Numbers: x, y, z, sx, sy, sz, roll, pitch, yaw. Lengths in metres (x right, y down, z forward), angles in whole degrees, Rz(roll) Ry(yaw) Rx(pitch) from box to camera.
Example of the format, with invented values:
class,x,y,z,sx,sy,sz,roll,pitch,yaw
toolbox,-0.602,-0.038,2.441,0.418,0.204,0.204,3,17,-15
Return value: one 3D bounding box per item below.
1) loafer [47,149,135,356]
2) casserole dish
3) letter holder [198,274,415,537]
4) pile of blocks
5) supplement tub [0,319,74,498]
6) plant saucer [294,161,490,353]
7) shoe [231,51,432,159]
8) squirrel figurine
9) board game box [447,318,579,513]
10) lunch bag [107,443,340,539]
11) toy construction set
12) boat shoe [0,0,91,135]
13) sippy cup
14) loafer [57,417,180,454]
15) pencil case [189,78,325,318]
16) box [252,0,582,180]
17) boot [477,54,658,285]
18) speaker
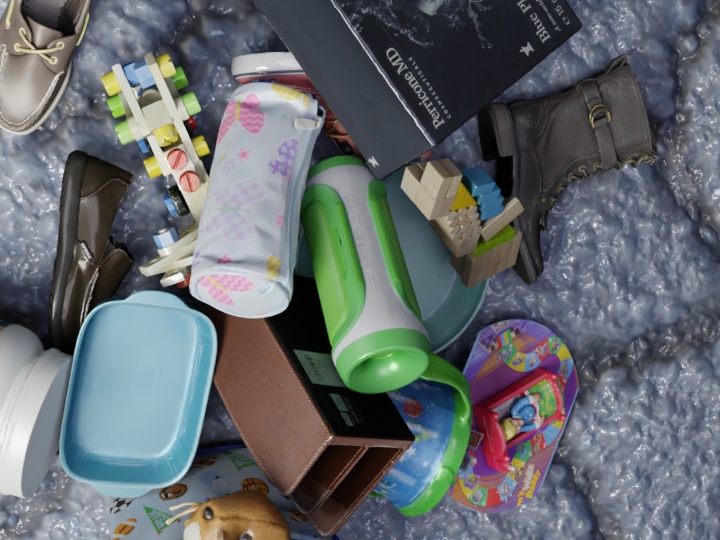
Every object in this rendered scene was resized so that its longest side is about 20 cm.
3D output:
class,x,y,z,sx,sy,sz,roll,pitch,yaw
loafer,-0.238,-0.003,0.967,0.070,0.073,0.202,5,101,-14
casserole dish,-0.194,0.103,0.942,0.120,0.039,0.202,8,110,-18
letter holder,-0.070,0.118,0.947,0.100,0.201,0.143,12,124,-45
pile of blocks,0.093,-0.061,0.976,0.082,0.062,0.200,-38,149,0
supplement tub,-0.352,0.101,0.903,0.198,0.145,0.146,17,98,-1
plant saucer,0.030,-0.008,1.055,0.198,0.036,0.203,-3,102,-14
shoe,-0.021,-0.148,0.992,0.198,0.071,0.092,1,96,-19
squirrel figurine,-0.113,0.267,0.862,0.187,0.141,0.200,-51,128,-4
board game box,0.161,0.153,1.091,0.157,0.039,0.202,26,84,-32
lunch bag,-0.124,0.248,0.998,0.198,0.170,0.125,-12,116,-12
toy construction set,-0.162,-0.089,0.938,0.091,0.131,0.202,-11,105,-10
boat shoe,-0.269,-0.211,0.922,0.071,0.060,0.202,21,96,-18
sippy cup,0.018,0.147,1.031,0.129,0.140,0.179,24,95,-18
loafer,-0.260,0.135,0.997,0.198,0.063,0.073,-1,104,-14
pencil case,-0.084,-0.061,0.913,0.090,0.083,0.202,3,61,12
box,0.049,-0.221,0.925,0.200,0.117,0.197,-40,98,-24
boot,0.214,-0.098,1.065,0.172,0.069,0.202,-13,103,-10
speaker,0.000,0.000,0.928,0.087,0.202,0.089,-10,147,-7
